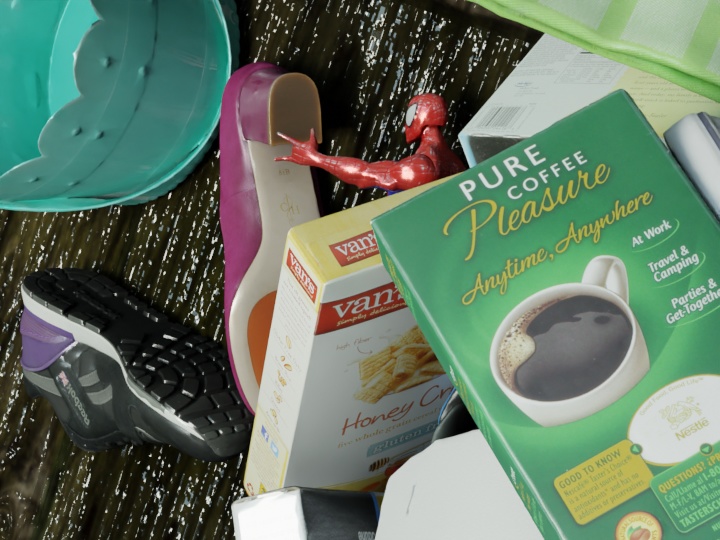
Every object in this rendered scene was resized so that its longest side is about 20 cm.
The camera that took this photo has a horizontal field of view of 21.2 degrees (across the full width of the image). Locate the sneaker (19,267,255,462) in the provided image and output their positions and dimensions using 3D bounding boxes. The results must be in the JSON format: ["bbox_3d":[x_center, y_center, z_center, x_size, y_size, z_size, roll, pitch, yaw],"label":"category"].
[{"bbox_3d":[-0.133,0.077,1.147,0.200,0.076,0.088,33,121,41],"label":"sneaker"}]

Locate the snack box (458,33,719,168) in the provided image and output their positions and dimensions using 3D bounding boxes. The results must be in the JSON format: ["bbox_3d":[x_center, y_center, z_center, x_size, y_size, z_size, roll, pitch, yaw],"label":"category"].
[{"bbox_3d":[0.157,-0.080,0.885,0.200,0.116,0.037,6,134,41],"label":"snack box"}]

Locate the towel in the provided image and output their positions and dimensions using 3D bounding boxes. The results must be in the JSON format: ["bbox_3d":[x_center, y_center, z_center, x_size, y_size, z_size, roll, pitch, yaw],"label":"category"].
[{"bbox_3d":[0.145,-0.179,0.860,0.149,0.031,0.200,22,67,9],"label":"towel"}]

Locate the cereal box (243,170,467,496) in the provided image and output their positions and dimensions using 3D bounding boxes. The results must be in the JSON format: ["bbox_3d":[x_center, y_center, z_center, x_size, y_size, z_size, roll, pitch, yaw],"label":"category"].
[{"bbox_3d":[0.024,0.035,0.906,0.040,0.144,0.200,56,153,30],"label":"cereal box"}]

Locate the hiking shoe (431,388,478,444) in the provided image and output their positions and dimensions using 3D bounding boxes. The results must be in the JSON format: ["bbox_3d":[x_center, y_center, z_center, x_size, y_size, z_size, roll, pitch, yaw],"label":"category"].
[{"bbox_3d":[0.069,0.088,0.920,0.074,0.087,0.200,-121,31,-48],"label":"hiking shoe"}]

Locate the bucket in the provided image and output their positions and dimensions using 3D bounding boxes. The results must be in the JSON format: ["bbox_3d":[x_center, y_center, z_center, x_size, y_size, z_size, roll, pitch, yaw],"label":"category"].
[{"bbox_3d":[-0.179,-0.133,1.152,0.207,0.135,0.207,-6,81,41],"label":"bucket"}]

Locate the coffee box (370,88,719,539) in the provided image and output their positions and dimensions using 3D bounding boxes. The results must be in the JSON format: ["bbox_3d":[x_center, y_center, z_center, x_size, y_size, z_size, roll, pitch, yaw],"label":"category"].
[{"bbox_3d":[0.102,0.036,0.751,0.123,0.044,0.200,-30,64,-5],"label":"coffee box"}]

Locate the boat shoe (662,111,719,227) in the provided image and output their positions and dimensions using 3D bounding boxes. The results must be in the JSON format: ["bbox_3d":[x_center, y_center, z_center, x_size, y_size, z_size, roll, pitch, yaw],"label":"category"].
[{"bbox_3d":[0.203,0.003,0.766,0.066,0.072,0.200,-42,66,9],"label":"boat shoe"}]

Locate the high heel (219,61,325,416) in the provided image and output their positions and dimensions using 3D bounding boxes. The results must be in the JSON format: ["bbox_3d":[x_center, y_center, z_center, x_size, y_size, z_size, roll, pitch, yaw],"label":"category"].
[{"bbox_3d":[-0.053,-0.018,1.102,0.096,0.067,0.200,-162,78,-69],"label":"high heel"}]

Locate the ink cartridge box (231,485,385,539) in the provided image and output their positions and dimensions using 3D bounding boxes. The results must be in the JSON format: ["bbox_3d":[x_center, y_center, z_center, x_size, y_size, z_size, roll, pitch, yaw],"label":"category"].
[{"bbox_3d":[0.016,0.205,0.911,0.047,0.198,0.200,-16,76,24],"label":"ink cartridge box"}]

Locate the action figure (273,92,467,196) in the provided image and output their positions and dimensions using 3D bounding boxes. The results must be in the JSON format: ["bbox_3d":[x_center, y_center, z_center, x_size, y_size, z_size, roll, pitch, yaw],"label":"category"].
[{"bbox_3d":[0.000,0.000,1.032,0.099,0.065,0.200,14,95,28],"label":"action figure"}]

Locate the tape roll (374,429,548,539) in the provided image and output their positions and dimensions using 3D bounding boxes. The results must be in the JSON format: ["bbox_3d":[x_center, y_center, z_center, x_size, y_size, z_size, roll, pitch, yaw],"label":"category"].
[{"bbox_3d":[0.104,0.144,0.837,0.202,0.202,0.071,-13,50,39],"label":"tape roll"}]
